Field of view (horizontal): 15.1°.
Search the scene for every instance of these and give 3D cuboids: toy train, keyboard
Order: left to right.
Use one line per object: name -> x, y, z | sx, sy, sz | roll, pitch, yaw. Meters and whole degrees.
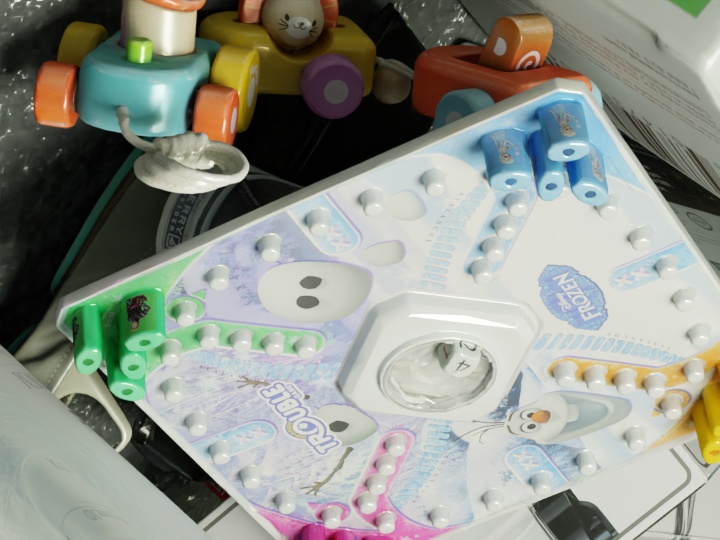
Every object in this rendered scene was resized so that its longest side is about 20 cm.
keyboard -> -0.033, -0.008, 1.086 | 0.200, 0.040, 0.104 | -58, 152, -10
toy train -> -0.014, -0.075, 0.955 | 0.200, 0.150, 0.056 | -8, 112, -40

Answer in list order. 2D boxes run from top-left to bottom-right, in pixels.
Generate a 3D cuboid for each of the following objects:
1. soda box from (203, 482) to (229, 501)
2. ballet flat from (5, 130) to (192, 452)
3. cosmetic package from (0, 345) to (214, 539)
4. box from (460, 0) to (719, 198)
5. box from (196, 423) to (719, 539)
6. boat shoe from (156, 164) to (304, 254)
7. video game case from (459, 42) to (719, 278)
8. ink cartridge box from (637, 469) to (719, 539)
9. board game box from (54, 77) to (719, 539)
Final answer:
soda box -> 0.019, 0.101, 1.221 | 0.063, 0.070, 0.200 | -55, 146, 10
ballet flat -> -0.099, 0.029, 1.012 | 0.200, 0.064, 0.067 | -52, 176, 4
cosmetic package -> -0.126, 0.118, 0.880 | 0.123, 0.200, 0.199 | -48, 174, 6
box -> 0.139, -0.141, 1.017 | 0.171, 0.199, 0.200 | -50, 146, -3
box -> 0.032, 0.092, 1.076 | 0.200, 0.117, 0.060 | -39, 174, 16
boat shoe -> 0.000, 0.000, 1.031 | 0.200, 0.068, 0.072 | 21, 91, -64
video game case -> 0.145, -0.019, 1.156 | 0.200, 0.182, 0.023 | 13, 119, -54
ink cartridge box -> 0.108, 0.050, 1.205 | 0.200, 0.086, 0.147 | 14, 71, -55
board game box -> 0.028, 0.036, 0.953 | 0.200, 0.026, 0.200 | -23, 138, 17
